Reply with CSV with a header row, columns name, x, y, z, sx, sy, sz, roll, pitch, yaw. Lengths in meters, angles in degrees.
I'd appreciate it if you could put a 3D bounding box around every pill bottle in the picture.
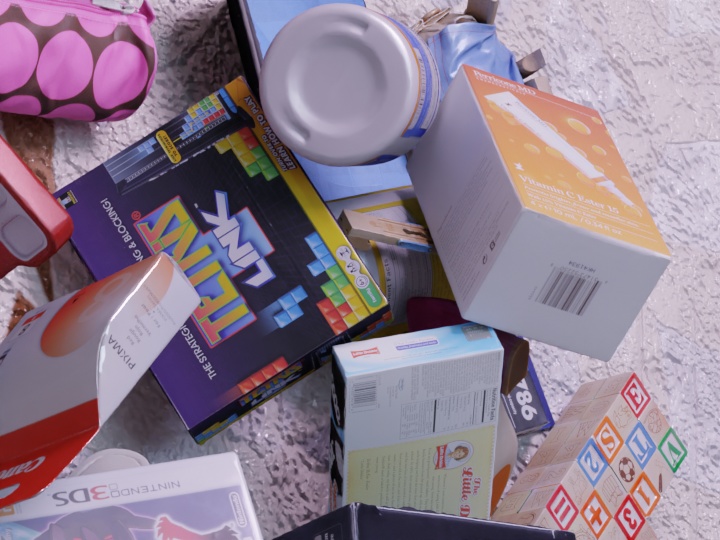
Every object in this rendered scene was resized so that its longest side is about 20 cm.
name,x,y,z,sx,sy,sz,roll,pitch,yaw
pill bottle,0.000,0.000,1.814,0.199,0.112,0.113,-13,78,-42
pill bottle,-0.002,-0.131,1.735,0.113,0.112,0.200,61,8,1

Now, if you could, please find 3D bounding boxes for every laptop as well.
name,x,y,z,sx,sy,sz,roll,pitch,yaw
laptop,-0.029,-0.147,1.860,0.115,0.200,0.188,-14,76,-4

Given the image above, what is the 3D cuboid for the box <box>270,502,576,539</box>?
name,x,y,z,sx,sy,sz,roll,pitch,yaw
box,0.018,0.248,1.650,0.196,0.200,0.118,12,63,-35

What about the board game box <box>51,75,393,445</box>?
name,x,y,z,sx,sy,sz,roll,pitch,yaw
board game box,-0.098,-0.008,1.688,0.165,0.057,0.201,-32,75,-6

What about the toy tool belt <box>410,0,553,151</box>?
name,x,y,z,sx,sy,sz,roll,pitch,yaw
toy tool belt,0.105,-0.124,1.952,0.125,0.123,0.201,-23,85,-43

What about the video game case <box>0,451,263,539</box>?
name,x,y,z,sx,sy,sz,roll,pitch,yaw
video game case,-0.140,0.217,1.551,0.181,0.023,0.201,-7,58,-20

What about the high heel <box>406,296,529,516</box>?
name,x,y,z,sx,sy,sz,roll,pitch,yaw
high heel,0.065,0.113,1.805,0.096,0.201,0.067,25,42,23

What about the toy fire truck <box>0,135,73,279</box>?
name,x,y,z,sx,sy,sz,roll,pitch,yaw
toy fire truck,-0.288,-0.070,1.571,0.200,0.168,0.112,51,47,-8

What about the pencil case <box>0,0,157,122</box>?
name,x,y,z,sx,sy,sz,roll,pitch,yaw
pencil case,-0.234,-0.159,1.693,0.199,0.094,0.091,0,50,-50

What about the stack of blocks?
name,x,y,z,sx,sy,sz,roll,pitch,yaw
stack of blocks,0.183,0.188,1.900,0.115,0.058,0.200,55,46,-18

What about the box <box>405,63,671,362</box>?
name,x,y,z,sx,sy,sz,roll,pitch,yaw
box,0.124,-0.043,1.739,0.124,0.098,0.200,17,29,-23

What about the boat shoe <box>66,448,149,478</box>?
name,x,y,z,sx,sy,sz,roll,pitch,yaw
boat shoe,-0.178,0.213,1.603,0.073,0.060,0.201,3,53,8

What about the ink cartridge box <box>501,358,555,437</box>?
name,x,y,z,sx,sy,sz,roll,pitch,yaw
ink cartridge box,0.080,0.091,1.889,0.199,0.039,0.100,-14,78,-43

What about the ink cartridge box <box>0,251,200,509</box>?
name,x,y,z,sx,sy,sz,roll,pitch,yaw
ink cartridge box,-0.212,0.082,1.567,0.050,0.162,0.200,54,46,-15

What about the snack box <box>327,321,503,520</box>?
name,x,y,z,sx,sy,sz,roll,pitch,yaw
snack box,0.037,0.131,1.713,0.115,0.201,0.037,-9,39,-15

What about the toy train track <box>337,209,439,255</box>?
name,x,y,z,sx,sy,sz,roll,pitch,yaw
toy train track,0.069,-0.008,1.771,0.199,0.033,0.115,12,32,-30
